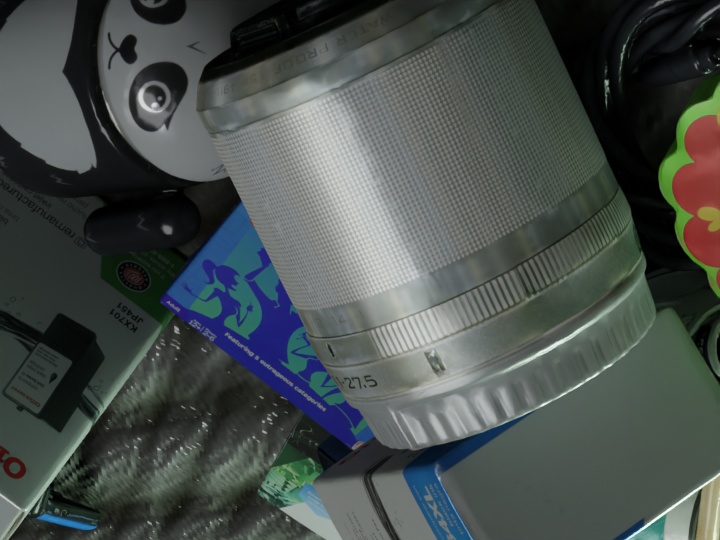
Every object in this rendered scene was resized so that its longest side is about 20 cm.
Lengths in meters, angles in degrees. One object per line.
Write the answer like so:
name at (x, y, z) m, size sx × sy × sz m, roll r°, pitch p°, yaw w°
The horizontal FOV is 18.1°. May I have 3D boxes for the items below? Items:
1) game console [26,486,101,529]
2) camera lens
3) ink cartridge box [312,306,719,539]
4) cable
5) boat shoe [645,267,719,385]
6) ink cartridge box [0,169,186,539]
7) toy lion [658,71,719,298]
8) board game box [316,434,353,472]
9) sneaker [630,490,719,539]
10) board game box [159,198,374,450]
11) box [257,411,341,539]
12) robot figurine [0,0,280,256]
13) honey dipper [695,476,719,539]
game console at (-0.283, 0.095, 1.630) m, size 0.199 × 0.119 × 0.171 m, roll 19°, pitch 175°, yaw 21°
camera lens at (0.030, -0.041, 1.031) m, size 0.160 × 0.160 × 0.201 m, roll -14°, pitch 106°, yaw 48°
ink cartridge box at (0.077, 0.096, 1.117) m, size 0.084 × 0.146 × 0.200 m, roll 59°, pitch 161°, yaw -4°
cable at (0.174, -0.061, 1.019) m, size 0.199 × 0.051 × 0.164 m, roll 9°, pitch 139°, yaw 33°
boat shoe at (0.182, 0.031, 1.091) m, size 0.200 × 0.065 × 0.074 m, roll -8°, pitch 93°, yaw 45°
ink cartridge box at (-0.212, 0.044, 1.339) m, size 0.146 × 0.200 × 0.083 m, roll 36°, pitch 146°, yaw -4°
toy lion at (0.215, -0.053, 0.935) m, size 0.191 × 0.069 × 0.201 m, roll 5°, pitch 126°, yaw 27°
board game box at (0.060, 0.187, 1.312) m, size 0.200 × 0.035 × 0.136 m, roll 37°, pitch 154°, yaw 40°
sneaker at (0.144, 0.188, 1.324) m, size 0.120 × 0.084 × 0.201 m, roll 12°, pitch 133°, yaw 21°
board game box at (0.000, 0.000, 1.218) m, size 0.152 × 0.045 × 0.200 m, roll 37°, pitch 135°, yaw -5°
box at (0.026, 0.124, 1.390) m, size 0.144 × 0.036 × 0.200 m, roll 32°, pitch 145°, yaw 2°
robot figurine at (-0.122, -0.100, 1.151) m, size 0.199 × 0.125 × 0.150 m, roll -3°, pitch 132°, yaw 43°
honey dipper at (0.185, 0.136, 1.208) m, size 0.038 × 0.038 × 0.201 m, roll 17°, pitch 122°, yaw 23°
